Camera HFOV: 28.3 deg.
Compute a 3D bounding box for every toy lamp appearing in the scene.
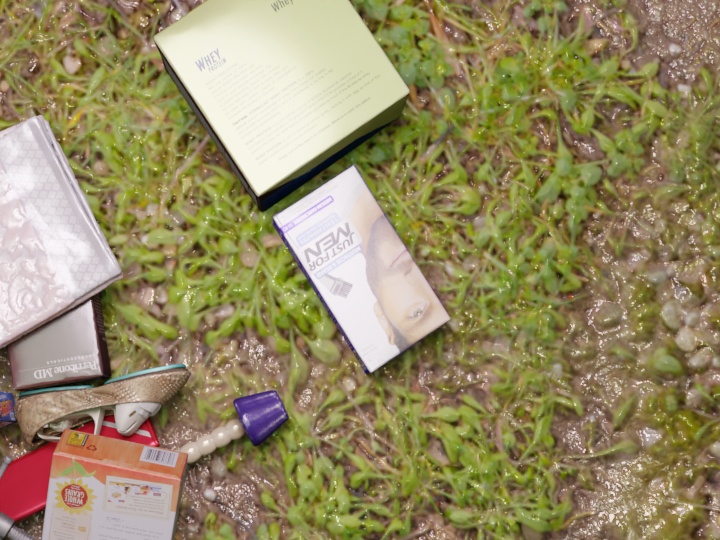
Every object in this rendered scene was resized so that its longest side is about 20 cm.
[{"bbox_3d":[-0.172,0.189,1.535,0.198,0.058,0.059,-27,86,-6],"label":"toy lamp"}]

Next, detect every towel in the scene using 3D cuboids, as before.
[{"bbox_3d":[-0.371,-0.035,1.481,0.190,0.032,0.202,-29,85,-4],"label":"towel"}]

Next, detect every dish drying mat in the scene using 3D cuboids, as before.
[{"bbox_3d":[-0.314,0.206,1.525,0.198,0.018,0.077,-26,49,-5],"label":"dish drying mat"}]

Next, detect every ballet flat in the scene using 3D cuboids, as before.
[{"bbox_3d":[-0.271,0.149,1.517,0.198,0.071,0.066,-13,74,11],"label":"ballet flat"}]

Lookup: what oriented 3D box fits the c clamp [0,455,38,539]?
[{"bbox_3d":[-0.326,0.309,1.452,0.199,0.027,0.171,38,112,-6],"label":"c clamp"}]

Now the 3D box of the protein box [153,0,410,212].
[{"bbox_3d":[-0.084,-0.207,1.540,0.198,0.135,0.201,-34,88,-5],"label":"protein box"}]

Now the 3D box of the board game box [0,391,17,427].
[{"bbox_3d":[-0.466,0.171,1.481,0.198,0.135,0.035,-18,85,-4],"label":"board game box"}]

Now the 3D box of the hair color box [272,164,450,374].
[{"bbox_3d":[0.000,0.000,1.561,0.109,0.065,0.201,-33,89,-6],"label":"hair color box"}]

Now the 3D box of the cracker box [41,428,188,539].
[{"bbox_3d":[-0.260,0.274,1.480,0.132,0.058,0.202,12,112,-2],"label":"cracker box"}]

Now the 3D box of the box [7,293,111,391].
[{"bbox_3d":[-0.334,0.023,1.535,0.099,0.075,0.203,-9,87,-4],"label":"box"}]
